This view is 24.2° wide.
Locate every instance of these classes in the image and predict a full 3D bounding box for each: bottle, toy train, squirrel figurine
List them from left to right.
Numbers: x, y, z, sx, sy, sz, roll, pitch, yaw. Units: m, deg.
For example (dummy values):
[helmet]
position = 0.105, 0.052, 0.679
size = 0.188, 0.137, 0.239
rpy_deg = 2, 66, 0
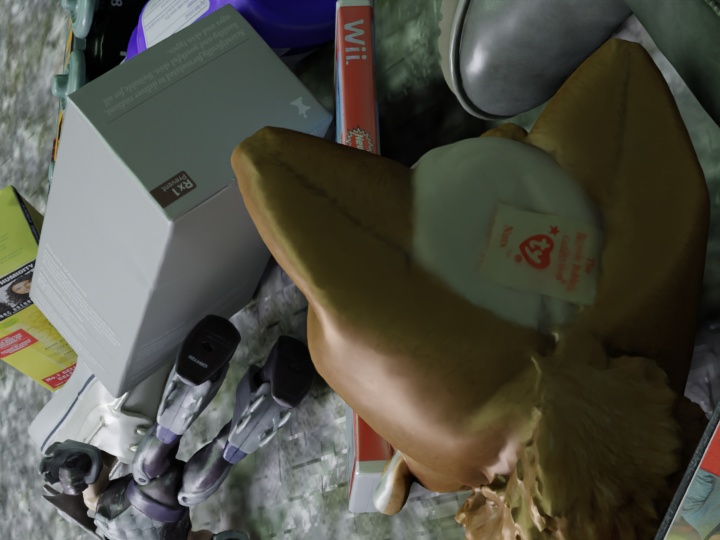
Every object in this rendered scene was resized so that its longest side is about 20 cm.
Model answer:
[toy train]
position = -0.157, -0.110, 1.059
size = 0.114, 0.084, 0.202
rpy_deg = -167, 82, -70
[bottle]
position = -0.077, -0.127, 0.905
size = 0.200, 0.083, 0.066
rpy_deg = -23, 77, 59
[squirrel figurine]
position = 0.052, 0.050, 0.575
size = 0.187, 0.140, 0.201
rpy_deg = 99, 146, -63

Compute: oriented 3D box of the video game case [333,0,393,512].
[video game case]
position = 0.000, 0.000, 0.750
size = 0.143, 0.017, 0.202
rpy_deg = 95, 172, -76

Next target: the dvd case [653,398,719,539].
[dvd case]
position = 0.142, 0.105, 0.446
size = 0.022, 0.145, 0.202
rpy_deg = -44, -24, -63

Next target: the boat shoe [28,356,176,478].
[boat shoe]
position = -0.143, 0.082, 1.035
size = 0.070, 0.071, 0.200
rpy_deg = 55, 136, 10

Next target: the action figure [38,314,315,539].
[action figure]
position = -0.102, 0.110, 0.898
size = 0.201, 0.129, 0.070
rpy_deg = -57, 16, 35

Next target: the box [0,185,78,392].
[box]
position = -0.196, 0.016, 1.002
size = 0.050, 0.075, 0.200
rpy_deg = 62, 179, 18

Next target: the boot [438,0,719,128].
[boot]
position = 0.114, -0.079, 0.583
size = 0.201, 0.072, 0.183
rpy_deg = 57, 137, 38

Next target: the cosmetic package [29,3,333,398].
[cosmetic package]
position = -0.097, -0.029, 0.850
size = 0.090, 0.107, 0.200
rpy_deg = 47, 148, 14
